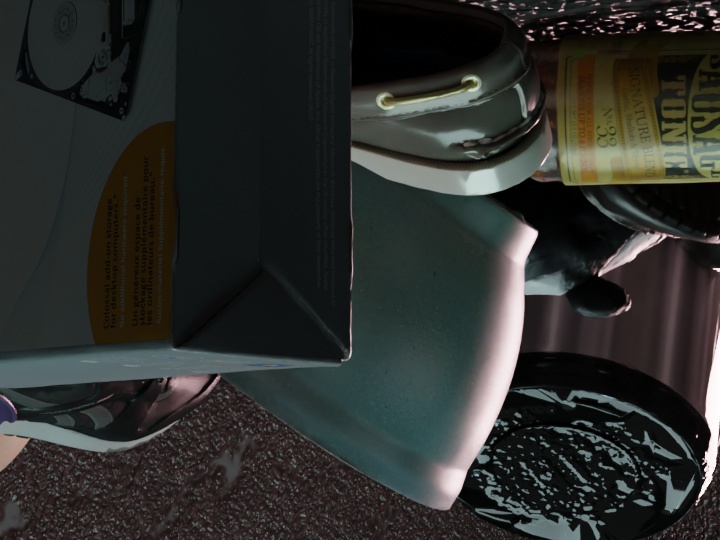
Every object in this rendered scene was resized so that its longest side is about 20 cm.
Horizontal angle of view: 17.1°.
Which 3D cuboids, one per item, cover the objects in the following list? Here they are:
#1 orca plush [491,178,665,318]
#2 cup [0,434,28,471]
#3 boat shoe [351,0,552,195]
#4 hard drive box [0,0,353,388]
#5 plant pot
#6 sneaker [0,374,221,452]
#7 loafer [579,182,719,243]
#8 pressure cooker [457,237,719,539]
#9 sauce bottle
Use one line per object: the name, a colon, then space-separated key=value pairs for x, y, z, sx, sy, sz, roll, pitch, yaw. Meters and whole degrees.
orca plush: x=0.139 y=-0.036 z=1.241 sx=0.199 sy=0.106 sz=0.071 roll=1 pitch=152 yaw=-17
cup: x=-0.253 y=0.009 z=1.306 sx=0.199 sy=0.201 sz=0.143 roll=3 pitch=148 yaw=-20
boat shoe: x=-0.024 y=-0.080 z=0.916 sx=0.201 sy=0.072 sz=0.060 roll=11 pitch=138 yaw=23
hard drive box: x=-0.094 y=-0.041 z=0.840 sx=0.077 sy=0.157 sz=0.199 roll=6 pitch=171 yaw=-41
plant pot: x=0.000 y=0.000 z=1.134 sx=0.200 sy=0.134 sz=0.200 roll=36 pitch=-176 yaw=-3
sneaker: x=-0.121 y=0.042 z=1.115 sx=0.087 sy=0.076 sz=0.199 roll=-19 pitch=169 yaw=40
loafer: x=0.163 y=-0.044 z=1.170 sx=0.071 sy=0.073 sz=0.199 roll=-8 pitch=170 yaw=42
pressure cooker: x=0.134 y=0.039 z=1.421 sx=0.175 sy=0.201 sz=0.179 roll=6 pitch=141 yaw=7
sauce bottle: x=0.166 y=-0.070 z=0.993 sx=0.199 sy=0.066 sz=0.066 roll=-3 pitch=173 yaw=12
